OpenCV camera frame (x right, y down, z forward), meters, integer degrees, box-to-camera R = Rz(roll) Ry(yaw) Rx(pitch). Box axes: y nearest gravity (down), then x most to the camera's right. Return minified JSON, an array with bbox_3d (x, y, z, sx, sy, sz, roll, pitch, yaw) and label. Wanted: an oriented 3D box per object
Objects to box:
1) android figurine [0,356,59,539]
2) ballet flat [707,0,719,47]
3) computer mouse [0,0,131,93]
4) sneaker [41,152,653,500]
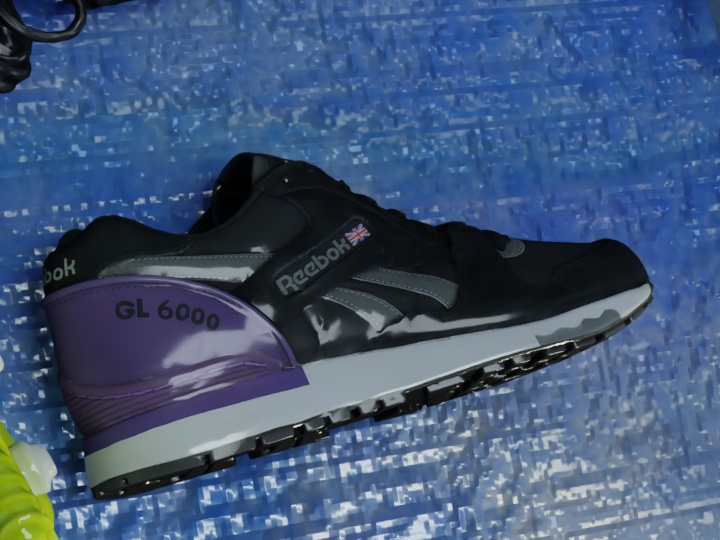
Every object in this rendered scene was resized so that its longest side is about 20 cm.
[{"bbox_3d":[-0.120,0.013,0.686,0.041,0.200,0.182,-31,141,-11],"label":"android figurine"},{"bbox_3d":[0.160,-0.072,0.966,0.070,0.067,0.201,-21,93,-9],"label":"ballet flat"},{"bbox_3d":[-0.062,-0.135,0.840,0.199,0.053,0.139,-18,90,-23],"label":"computer mouse"},{"bbox_3d":[0.000,0.000,0.840,0.200,0.076,0.088,-14,83,-33],"label":"sneaker"}]
